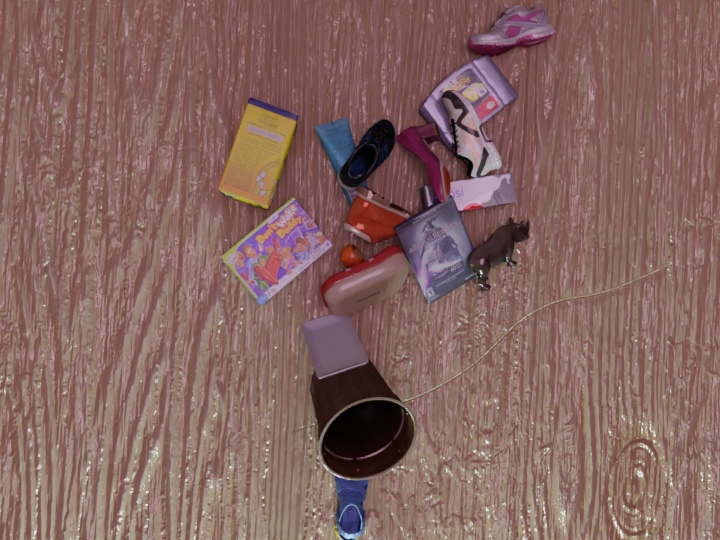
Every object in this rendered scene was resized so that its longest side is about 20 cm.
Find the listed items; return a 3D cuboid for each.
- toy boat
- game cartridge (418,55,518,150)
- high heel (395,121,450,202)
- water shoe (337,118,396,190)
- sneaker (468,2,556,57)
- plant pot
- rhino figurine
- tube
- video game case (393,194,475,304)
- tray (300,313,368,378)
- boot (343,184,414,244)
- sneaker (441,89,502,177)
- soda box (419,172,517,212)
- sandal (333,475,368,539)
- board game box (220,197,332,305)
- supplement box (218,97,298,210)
[{"bbox_3d":[0.000,0.000,1.668,0.199,0.131,0.131,-24,63,-6],"label":"toy boat"},{"bbox_3d":[0.233,-0.375,1.724,0.200,0.041,0.133,-39,90,-5],"label":"game cartridge"},{"bbox_3d":[0.134,-0.221,1.671,0.096,0.067,0.201,-18,59,19],"label":"high heel"},{"bbox_3d":[0.027,-0.250,1.653,0.071,0.079,0.200,36,65,-9],"label":"water shoe"},{"bbox_3d":[0.323,-0.529,1.716,0.199,0.081,0.089,-17,90,-14],"label":"sneaker"},{"bbox_3d":[-0.009,0.280,1.591,0.199,0.198,0.201,-8,120,-13],"label":"plant pot"},{"bbox_3d":[0.307,-0.049,1.705,0.200,0.060,0.088,-41,119,-21],"label":"rhino figurine"},{"bbox_3d":[-0.030,-0.228,1.690,0.077,0.050,0.201,-19,89,-20],"label":"tube"},{"bbox_3d":[0.170,-0.043,1.683,0.143,0.019,0.200,-30,117,-8],"label":"video game case"},{"bbox_3d":[-0.055,0.155,1.625,0.107,0.200,0.022,-18,122,-5],"label":"tray"},{"bbox_3d":[0.055,-0.094,1.670,0.200,0.075,0.108,25,96,-29],"label":"boot"},{"bbox_3d":[0.223,-0.289,1.669,0.080,0.074,0.200,-31,93,-3],"label":"sneaker"},{"bbox_3d":[0.234,-0.164,1.708,0.199,0.063,0.069,-9,91,-6],"label":"soda box"},{"bbox_3d":[-0.018,0.486,1.669,0.079,0.087,0.201,-3,88,-4],"label":"sandal"},{"bbox_3d":[-0.178,-0.041,1.673,0.200,0.045,0.135,-40,94,-5],"label":"board game box"},{"bbox_3d":[-0.211,-0.240,1.638,0.109,0.109,0.201,19,88,-6],"label":"supplement box"}]
